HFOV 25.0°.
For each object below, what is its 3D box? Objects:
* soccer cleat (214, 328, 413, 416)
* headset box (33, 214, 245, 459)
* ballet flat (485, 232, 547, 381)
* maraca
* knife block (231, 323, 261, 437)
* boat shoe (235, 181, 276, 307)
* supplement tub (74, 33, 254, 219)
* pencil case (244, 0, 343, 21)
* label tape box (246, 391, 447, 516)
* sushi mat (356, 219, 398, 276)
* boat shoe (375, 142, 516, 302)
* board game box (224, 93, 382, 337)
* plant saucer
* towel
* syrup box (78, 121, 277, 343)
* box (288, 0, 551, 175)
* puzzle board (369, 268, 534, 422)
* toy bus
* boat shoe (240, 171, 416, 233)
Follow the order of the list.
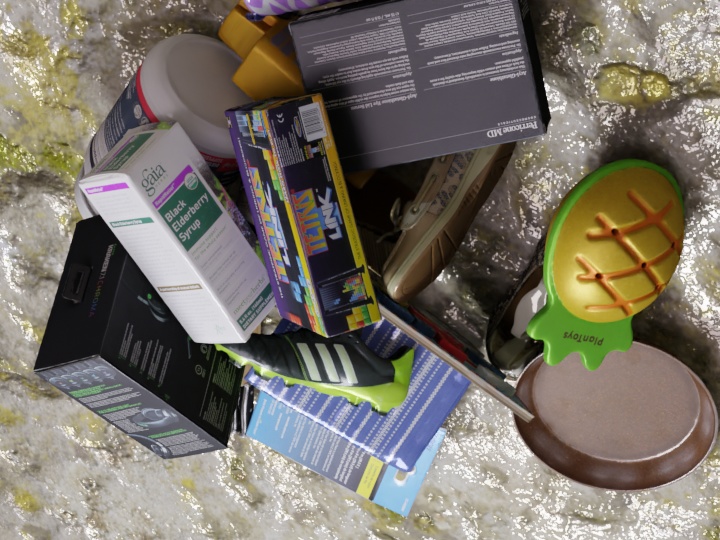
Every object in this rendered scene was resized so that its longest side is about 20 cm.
[{"bbox_3d":[-0.043,0.079,1.577,0.199,0.067,0.082,17,88,-15],"label":"soccer cleat"},{"bbox_3d":[-0.205,0.057,1.558,0.092,0.175,0.200,-14,142,34],"label":"headset box"},{"bbox_3d":[0.158,0.048,1.552,0.068,0.075,0.201,29,131,8],"label":"ballet flat"},{"bbox_3d":[0.219,-0.004,1.442,0.136,0.107,0.201,10,108,-25],"label":"maraca"},{"bbox_3d":[-0.142,0.090,1.736,0.200,0.064,0.176,-34,90,40],"label":"knife block"},{"bbox_3d":[-0.092,-0.019,1.587,0.072,0.060,0.202,24,151,18],"label":"boat shoe"},{"bbox_3d":[-0.185,-0.120,1.587,0.140,0.140,0.200,41,131,-2],"label":"supplement tub"},{"bbox_3d":[-0.021,-0.278,1.425,0.199,0.085,0.085,-7,82,30],"label":"pencil case"},{"bbox_3d":[-0.010,0.156,1.727,0.199,0.066,0.144,25,130,6],"label":"label tape box"},{"bbox_3d":[0.000,0.000,1.587,0.095,0.012,0.200,21,157,14],"label":"sushi mat"},{"bbox_3d":[0.069,-0.060,1.464,0.062,0.200,0.073,28,158,17],"label":"boat shoe"},{"bbox_3d":[-0.054,-0.052,1.421,0.165,0.056,0.201,-168,62,-72],"label":"board game box"},{"bbox_3d":[0.245,0.132,1.567,0.199,0.035,0.201,8,129,10],"label":"plant saucer"},{"bbox_3d":[0.003,0.101,1.627,0.199,0.024,0.145,31,104,-8],"label":"towel"},{"bbox_3d":[-0.160,-0.033,1.488,0.081,0.079,0.201,-3,129,46],"label":"syrup box"},{"bbox_3d":[0.054,-0.172,1.409,0.199,0.079,0.142,-10,103,13],"label":"box"},{"bbox_3d":[0.069,0.058,1.514,0.200,0.151,0.017,37,96,-19],"label":"puzzle board"},{"bbox_3d":[-0.049,-0.172,1.517,0.200,0.078,0.065,41,131,-2],"label":"toy bus"},{"bbox_3d":[-0.021,-0.062,1.589,0.199,0.071,0.070,19,155,25],"label":"boat shoe"}]
